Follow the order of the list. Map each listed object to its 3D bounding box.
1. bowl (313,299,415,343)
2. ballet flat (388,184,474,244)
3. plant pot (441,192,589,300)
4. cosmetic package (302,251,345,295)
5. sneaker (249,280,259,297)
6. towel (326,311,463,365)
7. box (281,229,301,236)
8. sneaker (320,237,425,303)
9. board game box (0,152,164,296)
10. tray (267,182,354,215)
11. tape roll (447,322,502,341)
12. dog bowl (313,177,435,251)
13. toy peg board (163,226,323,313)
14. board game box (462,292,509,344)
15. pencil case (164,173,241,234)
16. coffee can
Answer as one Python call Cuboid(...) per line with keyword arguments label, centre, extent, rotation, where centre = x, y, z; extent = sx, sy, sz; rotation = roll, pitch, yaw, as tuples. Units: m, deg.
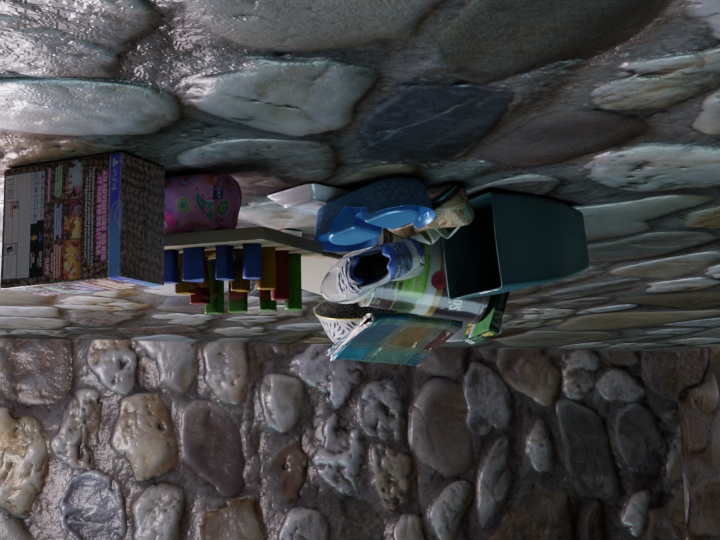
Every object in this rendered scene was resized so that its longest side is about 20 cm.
Cuboid(label="bowl", centre=(0.019, 0.102, 1.906), extent=(0.198, 0.096, 0.201), rotation=(-6, -167, 2))
Cuboid(label="ballet flat", centre=(0.105, -0.072, 1.595), extent=(0.070, 0.066, 0.200), rotation=(-39, -171, -24))
Cuboid(label="plant pot", centre=(0.247, -0.037, 1.649), extent=(0.198, 0.144, 0.141), rotation=(-2, 172, -31))
Cuboid(label="cosmetic package", centre=(-0.047, 0.008, 1.918), extent=(0.104, 0.072, 0.199), rotation=(7, -176, -33))
Cuboid(label="sneaker", centre=(-0.200, 0.027, 2.227), extent=(0.103, 0.061, 0.199), rotation=(4, 175, -21))
Cuboid(label="towel", centre=(0.060, 0.118, 1.805), extent=(0.198, 0.022, 0.147), rotation=(8, 143, -36))
Cuboid(label="box", centre=(-0.168, -0.036, 1.904), extent=(0.041, 0.039, 0.199), rotation=(7, 168, -33))
Cuboid(label="sneaker", centre=(0.000, 0.000, 1.623), extent=(0.199, 0.078, 0.085), rotation=(-26, 170, 39))
Cuboid(label="board game box", centre=(-0.366, -0.057, 1.407), extent=(0.197, 0.162, 0.097), rotation=(-5, 171, 24))
Cuboid(label="tray", centre=(-0.034, -0.098, 1.605), extent=(0.198, 0.023, 0.107), rotation=(8, 166, -43))
Cuboid(label="tape roll", centre=(0.167, 0.051, 2.019), extent=(0.199, 0.141, 0.203), rotation=(-4, -175, 0))
Cuboid(label="dog bowl", centre=(0.016, -0.081, 1.539), extent=(0.198, 0.050, 0.111), rotation=(-20, 159, 37))
Cuboid(label="toy peg board", centre=(-0.178, 0.006, 1.486), extent=(0.197, 0.099, 0.199), rotation=(-4, 174, 21))
Cuboid(label="board game box", centre=(0.226, 0.020, 1.779), extent=(0.023, 0.202, 0.105), rotation=(23, 161, -15))
Cuboid(label="pencil case", centre=(-0.261, -0.085, 1.468), extent=(0.197, 0.089, 0.087), rotation=(-3, 170, 20))
Cuboid(label="coffee can", centre=(0.104, 0.001, 1.750), extent=(0.197, 0.149, 0.146), rotation=(9, 169, -11))
